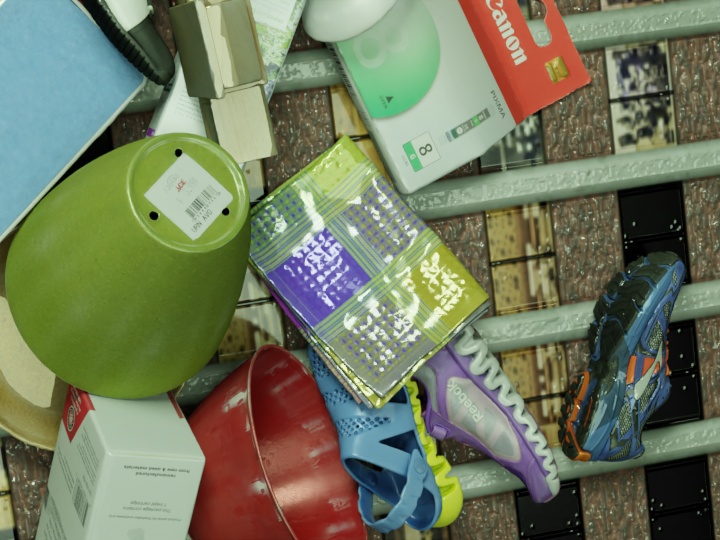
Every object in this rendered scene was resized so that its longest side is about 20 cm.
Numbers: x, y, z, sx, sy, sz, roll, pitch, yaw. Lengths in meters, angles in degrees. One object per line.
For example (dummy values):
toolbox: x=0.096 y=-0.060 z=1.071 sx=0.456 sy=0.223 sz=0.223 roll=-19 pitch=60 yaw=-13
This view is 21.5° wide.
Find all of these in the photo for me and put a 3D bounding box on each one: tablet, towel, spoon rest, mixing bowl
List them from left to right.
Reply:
tablet: x=-0.273 y=-0.125 z=1.473 sx=0.130 sy=0.014 sz=0.200 roll=46 pitch=76 yaw=-19
mixing bowl: x=-0.085 y=0.174 z=1.549 sx=0.108 sy=0.200 sz=0.201 roll=-23 pitch=103 yaw=18
towel: x=0.000 y=0.000 z=1.575 sx=0.143 sy=0.023 sz=0.200 roll=-38 pitch=81 yaw=-11
spoon rest: x=0.020 y=-0.268 z=1.553 sx=0.061 sy=0.099 sz=0.201 roll=41 pitch=72 yaw=-41

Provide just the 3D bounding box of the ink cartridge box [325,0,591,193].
ink cartridge box: x=0.085 y=-0.181 z=1.599 sx=0.199 sy=0.050 sz=0.162 roll=-28 pitch=103 yaw=-6

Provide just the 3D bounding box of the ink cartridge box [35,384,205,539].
ink cartridge box: x=-0.198 y=0.201 z=1.506 sx=0.083 sy=0.144 sz=0.201 roll=7 pitch=111 yaw=-23

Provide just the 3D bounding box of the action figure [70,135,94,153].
action figure: x=-0.305 y=-0.164 z=1.498 sx=0.099 sy=0.065 sz=0.201 roll=-37 pitch=104 yaw=-15

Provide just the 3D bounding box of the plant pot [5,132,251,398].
plant pot: x=-0.156 y=-0.022 z=1.431 sx=0.186 sy=0.200 sz=0.189 roll=8 pitch=66 yaw=-20

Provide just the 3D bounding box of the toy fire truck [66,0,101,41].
toy fire truck: x=-0.221 y=-0.294 z=1.510 sx=0.140 sy=0.049 sz=0.201 roll=-32 pitch=104 yaw=-8

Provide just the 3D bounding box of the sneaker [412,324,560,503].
sneaker: x=0.096 y=0.123 z=1.630 sx=0.088 sy=0.080 sz=0.201 roll=-35 pitch=99 yaw=0

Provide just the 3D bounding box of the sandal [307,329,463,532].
sandal: x=0.012 y=0.138 z=1.586 sx=0.087 sy=0.079 sz=0.201 roll=-31 pitch=91 yaw=-48

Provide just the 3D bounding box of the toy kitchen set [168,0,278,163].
toy kitchen set: x=-0.044 y=-0.194 z=1.422 sx=0.179 sy=0.163 sz=0.202 roll=-13 pitch=99 yaw=-10

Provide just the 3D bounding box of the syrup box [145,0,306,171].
syrup box: x=-0.104 y=-0.179 z=1.536 sx=0.078 sy=0.081 sz=0.201 roll=20 pitch=93 yaw=-13

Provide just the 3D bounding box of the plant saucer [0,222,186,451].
plant saucer: x=-0.234 y=0.048 z=1.559 sx=0.198 sy=0.035 sz=0.202 roll=-2 pitch=98 yaw=-14

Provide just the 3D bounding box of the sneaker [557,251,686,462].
sneaker: x=0.241 y=0.078 z=1.664 sx=0.078 sy=0.075 sz=0.201 roll=17 pitch=101 yaw=-23

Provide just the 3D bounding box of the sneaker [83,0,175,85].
sneaker: x=-0.184 y=-0.242 z=1.461 sx=0.088 sy=0.074 sz=0.201 roll=-33 pitch=99 yaw=-13
